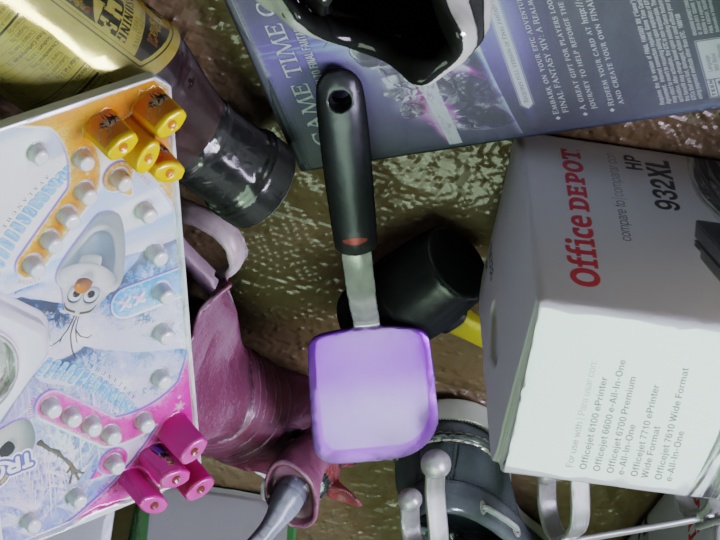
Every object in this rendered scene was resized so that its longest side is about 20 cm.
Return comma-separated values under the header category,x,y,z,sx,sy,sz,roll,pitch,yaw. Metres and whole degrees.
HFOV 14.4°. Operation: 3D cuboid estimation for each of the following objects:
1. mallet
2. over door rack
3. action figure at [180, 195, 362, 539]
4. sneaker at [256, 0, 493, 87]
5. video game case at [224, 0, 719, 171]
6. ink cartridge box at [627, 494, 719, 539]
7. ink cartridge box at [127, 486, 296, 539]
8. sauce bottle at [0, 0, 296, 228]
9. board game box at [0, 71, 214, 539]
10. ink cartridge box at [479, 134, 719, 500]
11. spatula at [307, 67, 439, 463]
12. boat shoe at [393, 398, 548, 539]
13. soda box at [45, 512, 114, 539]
category,x,y,z,sx,sy,sz,roll,pitch,yaw
mallet,0.073,0.046,1.294,0.066,0.041,0.200,-28,135,31
over door rack,0.106,0.099,1.218,0.147,0.067,0.200,-10,-176,-12
action figure,-0.064,0.052,1.288,0.199,0.134,0.150,26,94,-43
sneaker,-0.032,-0.137,1.027,0.199,0.080,0.074,25,131,-12
video game case,0.051,-0.104,1.122,0.199,0.019,0.143,-7,139,15
ink cartridge box,0.164,0.196,1.380,0.083,0.146,0.200,16,140,-13
ink cartridge box,-0.089,0.223,1.435,0.082,0.147,0.201,8,142,-7
sauce bottle,-0.107,-0.084,1.125,0.066,0.066,0.200,-28,134,33
board game box,-0.151,0.041,1.107,0.199,0.026,0.201,-21,129,-24
ink cartridge box,0.155,0.023,1.158,0.198,0.145,0.084,8,120,-5
spatula,0.000,0.000,1.197,0.056,0.021,0.201,-4,129,2
boat shoe,0.057,0.144,1.390,0.072,0.062,0.201,-5,140,13
soda box,-0.157,0.141,1.335,0.068,0.064,0.200,9,170,-7
